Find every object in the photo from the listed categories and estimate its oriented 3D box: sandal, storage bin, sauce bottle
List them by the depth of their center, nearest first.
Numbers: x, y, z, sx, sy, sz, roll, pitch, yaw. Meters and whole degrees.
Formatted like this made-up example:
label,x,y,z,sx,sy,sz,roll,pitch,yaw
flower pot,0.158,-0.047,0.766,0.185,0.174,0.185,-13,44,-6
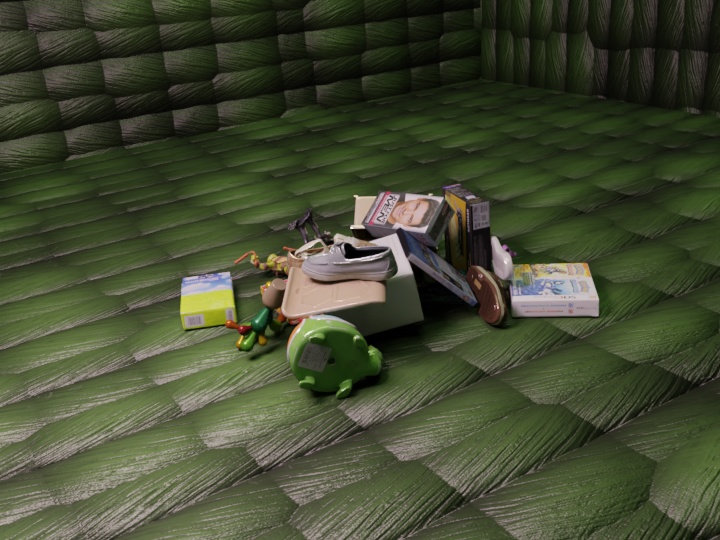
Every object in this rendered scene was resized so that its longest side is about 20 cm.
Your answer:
label,x,y,z,sx,sy,sz,roll,pitch,yaw
sandal,0.330,-0.023,1.775,0.050,0.083,0.203,-5,20,1
sauce bottle,0.141,-0.022,1.840,0.066,0.066,0.200,-8,23,-9
storage bin,0.091,-0.111,1.982,0.199,0.094,0.199,-1,-20,9

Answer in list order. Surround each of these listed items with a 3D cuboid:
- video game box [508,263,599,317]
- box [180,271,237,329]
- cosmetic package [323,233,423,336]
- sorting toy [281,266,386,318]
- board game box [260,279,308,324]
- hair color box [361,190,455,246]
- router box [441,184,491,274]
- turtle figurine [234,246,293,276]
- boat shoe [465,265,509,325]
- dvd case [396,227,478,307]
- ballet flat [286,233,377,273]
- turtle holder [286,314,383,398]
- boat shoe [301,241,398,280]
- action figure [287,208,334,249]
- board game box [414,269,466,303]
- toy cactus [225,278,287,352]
label,x,y,z,sx,sy,sz,roll,pitch,yaw
video game box,0.423,0.042,1.737,0.182,0.047,0.200,1,24,8
box,-0.352,0.067,1.810,0.122,0.048,0.200,-7,23,-9
cosmetic package,0.015,0.036,1.675,0.199,0.123,0.199,-17,27,2
sorting toy,-0.048,0.034,1.552,0.199,0.037,0.185,-7,29,6
board game box,-0.153,0.069,1.803,0.095,0.030,0.200,-14,28,-22
hair color box,0.107,-0.121,1.796,0.200,0.061,0.099,12,66,44
router box,0.253,-0.089,1.872,0.052,0.201,0.157,-13,24,-15
turtle figurine,-0.198,-0.015,1.946,0.200,0.065,0.161,-7,11,-35
boat shoe,0.293,0.053,1.704,0.075,0.075,0.202,15,28,-17
dvd case,0.165,-0.008,1.698,0.200,0.018,0.143,35,16,-21
ballet flat,-0.062,-0.039,1.655,0.199,0.065,0.071,-16,27,-1
turtle holder,-0.047,0.144,1.461,0.185,0.141,0.132,-12,23,-12
boat shoe,-0.025,-0.025,1.537,0.200,0.072,0.070,1,31,21
action figure,-0.086,-0.046,1.862,0.119,0.200,0.102,-22,29,47
board game box,0.145,0.038,1.814,0.199,0.028,0.135,0,24,8
toy cactus,-0.197,0.076,1.624,0.102,0.165,0.200,35,40,7
